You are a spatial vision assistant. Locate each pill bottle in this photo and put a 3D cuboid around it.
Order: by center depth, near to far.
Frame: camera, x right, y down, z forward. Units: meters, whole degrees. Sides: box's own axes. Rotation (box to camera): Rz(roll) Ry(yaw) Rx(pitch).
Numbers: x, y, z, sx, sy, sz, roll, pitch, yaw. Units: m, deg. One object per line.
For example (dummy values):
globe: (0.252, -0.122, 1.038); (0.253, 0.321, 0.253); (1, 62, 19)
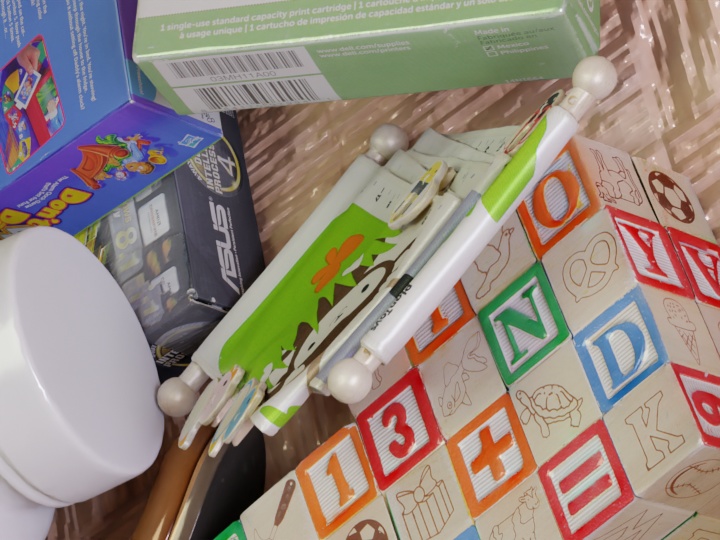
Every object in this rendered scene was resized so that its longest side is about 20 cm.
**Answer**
pill bottle: (-0.173, 0.064, 1.012); (0.199, 0.120, 0.120); (-25, 60, 20)

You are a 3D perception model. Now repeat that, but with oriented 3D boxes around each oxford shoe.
oxford shoe: (-0.093, 0.134, 1.007); (0.071, 0.071, 0.201); (28, 99, 20)

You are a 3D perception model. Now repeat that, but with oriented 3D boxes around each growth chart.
growth chart: (0.000, 0.000, 0.924); (0.145, 0.018, 0.200); (-52, 13, -14)

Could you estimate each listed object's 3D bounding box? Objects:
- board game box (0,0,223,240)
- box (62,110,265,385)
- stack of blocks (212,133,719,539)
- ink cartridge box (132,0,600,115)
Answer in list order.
board game box: (-0.124, -0.109, 1.077); (0.134, 0.045, 0.201); (-30, 56, 34)
box: (-0.114, -0.033, 1.109); (0.161, 0.049, 0.201); (-31, 56, 32)
stack of blocks: (0.035, 0.066, 0.919); (0.200, 0.058, 0.116); (-42, 51, 29)
ink cartridge box: (0.008, -0.151, 0.961); (0.145, 0.048, 0.201); (-5, 64, 19)
